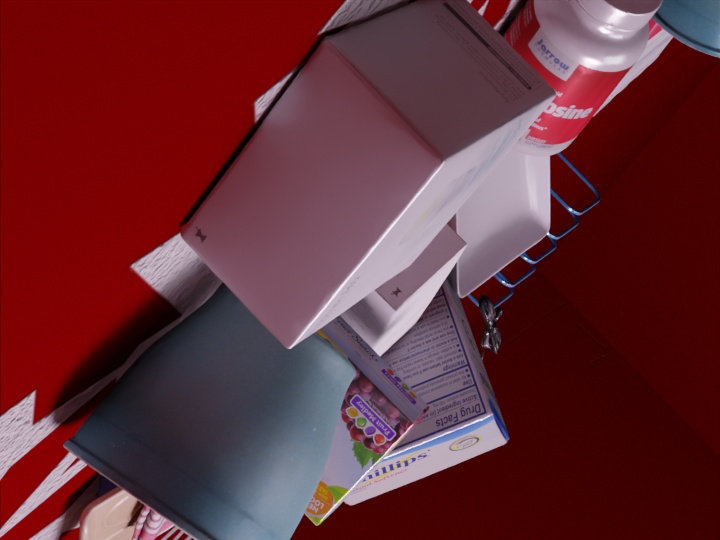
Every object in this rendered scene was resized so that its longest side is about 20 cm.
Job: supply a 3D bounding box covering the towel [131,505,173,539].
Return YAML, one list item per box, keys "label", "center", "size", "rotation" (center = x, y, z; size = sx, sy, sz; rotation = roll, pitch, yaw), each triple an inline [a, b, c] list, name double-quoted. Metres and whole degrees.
- label: "towel"
  center: [-0.154, 0.204, 1.903]
  size: [0.146, 0.030, 0.201]
  rotation: [-28, 158, -38]

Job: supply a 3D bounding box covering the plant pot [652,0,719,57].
- label: "plant pot"
  center: [0.366, -0.330, 1.719]
  size: [0.200, 0.200, 0.189]
  rotation: [-40, 156, -29]

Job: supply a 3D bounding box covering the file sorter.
- label: "file sorter"
  center: [0.205, -0.064, 2.481]
  size: [0.200, 0.123, 0.139]
  rotation: [-49, 172, 25]

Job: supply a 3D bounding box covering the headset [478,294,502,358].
- label: "headset"
  center: [0.061, 0.053, 1.970]
  size: [0.123, 0.198, 0.095]
  rotation: [-39, 130, -43]

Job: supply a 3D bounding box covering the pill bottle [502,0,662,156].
- label: "pill bottle"
  center: [0.188, -0.202, 1.678]
  size: [0.112, 0.112, 0.200]
  rotation: [-38, 170, -39]

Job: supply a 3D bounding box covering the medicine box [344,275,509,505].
- label: "medicine box"
  center: [0.027, 0.101, 1.847]
  size: [0.181, 0.202, 0.103]
  rotation: [-22, 157, 7]

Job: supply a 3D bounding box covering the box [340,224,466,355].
- label: "box"
  center: [0.000, 0.000, 1.702]
  size: [0.097, 0.124, 0.200]
  rotation: [-41, 172, -24]

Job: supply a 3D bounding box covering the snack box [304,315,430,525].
- label: "snack box"
  center: [-0.058, 0.103, 1.648]
  size: [0.142, 0.200, 0.053]
  rotation: [-48, 174, 25]

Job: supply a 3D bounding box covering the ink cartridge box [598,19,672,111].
- label: "ink cartridge box"
  center: [0.286, -0.269, 1.953]
  size: [0.145, 0.083, 0.200]
  rotation: [-40, 172, -32]

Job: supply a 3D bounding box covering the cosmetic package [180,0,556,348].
- label: "cosmetic package"
  center: [0.008, -0.077, 1.342]
  size: [0.200, 0.123, 0.200]
  rotation: [-50, 170, 33]

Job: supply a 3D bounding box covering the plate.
- label: "plate"
  center: [0.133, -0.099, 1.881]
  size: [0.199, 0.032, 0.202]
  rotation: [-34, 127, -50]

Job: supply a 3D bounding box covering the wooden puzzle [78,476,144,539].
- label: "wooden puzzle"
  center: [-0.224, 0.233, 1.947]
  size: [0.199, 0.046, 0.186]
  rotation: [-35, 162, -26]

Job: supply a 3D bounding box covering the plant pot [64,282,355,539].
- label: "plant pot"
  center: [-0.108, 0.120, 1.522]
  size: [0.189, 0.199, 0.200]
  rotation: [-57, 174, -9]
